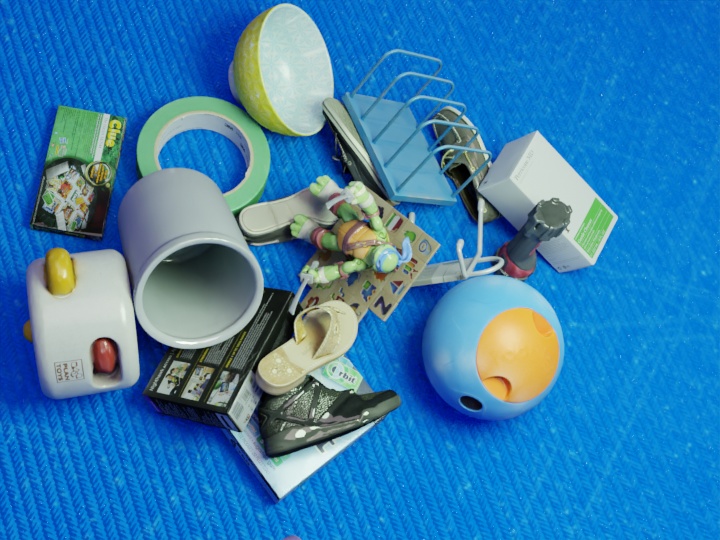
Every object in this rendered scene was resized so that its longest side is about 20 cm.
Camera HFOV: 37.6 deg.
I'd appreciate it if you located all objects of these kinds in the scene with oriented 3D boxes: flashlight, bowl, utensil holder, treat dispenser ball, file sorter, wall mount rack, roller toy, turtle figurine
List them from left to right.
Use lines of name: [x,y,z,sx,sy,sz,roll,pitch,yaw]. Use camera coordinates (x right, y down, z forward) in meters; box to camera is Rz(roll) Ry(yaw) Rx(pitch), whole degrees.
roller toy: [-0.367,0.070,1.374,0.138,0.200,0.184,-8,83,-16]
utensil holder: [-0.236,-0.023,1.418,0.168,0.171,0.200,-10,37,-17]
bowl: [-0.137,-0.298,1.622,0.107,0.200,0.202,-6,60,31]
turtle figurine: [-0.044,-0.059,1.454,0.198,0.145,0.194,-14,29,-24]
file sorter: [0.090,-0.218,1.606,0.138,0.123,0.201,2,53,-44]
wall mount rack: [0.116,-0.035,1.564,0.198,0.075,0.174,-8,19,22]
treat dispenser ball: [0.185,0.108,1.483,0.199,0.201,0.203,5,66,-11]
flashlight: [0.256,-0.043,1.566,0.067,0.200,0.068,24,62,-3]

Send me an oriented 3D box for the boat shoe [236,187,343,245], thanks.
boat shoe: [-0.096,-0.081,1.586,0.198,0.057,0.067,-12,73,-24]

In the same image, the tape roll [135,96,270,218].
tape roll: [-0.236,-0.163,1.586,0.198,0.048,0.202,5,66,-11]

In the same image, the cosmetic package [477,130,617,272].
cosmetic package: [0.290,-0.103,1.630,0.200,0.085,0.108,42,62,-19]

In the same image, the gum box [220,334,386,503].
gum box: [-0.088,0.193,1.467,0.199,0.045,0.170,-35,79,-23]

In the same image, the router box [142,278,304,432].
router box: [-0.184,0.110,1.431,0.148,0.051,0.201,8,55,30]

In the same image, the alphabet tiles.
alphabet tiles: [0.000,0.000,1.515,0.167,0.008,0.201,40,96,33]

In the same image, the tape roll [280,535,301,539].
tape roll: [-0.072,0.428,1.281,0.065,0.200,0.201,-20,73,-20]

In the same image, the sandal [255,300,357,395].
sandal: [-0.058,0.083,1.402,0.077,0.070,0.212,36,43,13]

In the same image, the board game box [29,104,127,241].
board game box: [-0.411,-0.144,1.549,0.104,0.023,0.202,9,66,-7]

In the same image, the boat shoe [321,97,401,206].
boat shoe: [-0.008,-0.177,1.629,0.201,0.062,0.074,57,29,5]

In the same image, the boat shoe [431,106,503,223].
boat shoe: [0.165,-0.167,1.670,0.060,0.072,0.203,-23,78,-26]

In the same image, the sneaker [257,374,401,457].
sneaker: [-0.046,0.170,1.420,0.197,0.076,0.115,-14,78,-13]
